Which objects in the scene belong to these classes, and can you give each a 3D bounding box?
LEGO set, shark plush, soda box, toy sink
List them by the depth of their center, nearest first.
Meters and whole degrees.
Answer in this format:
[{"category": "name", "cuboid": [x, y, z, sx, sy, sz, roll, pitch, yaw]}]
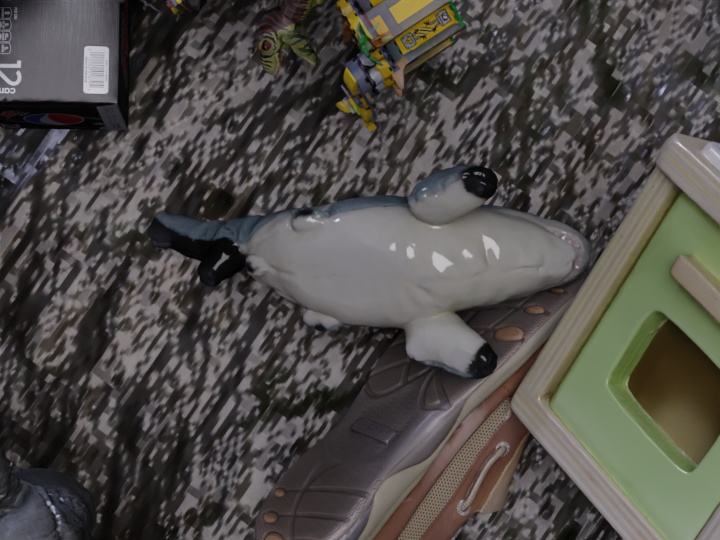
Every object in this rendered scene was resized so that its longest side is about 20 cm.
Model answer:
[{"category": "toy sink", "cuboid": [0.174, 0.021, 0.799, 0.130, 0.112, 0.201, 50, 119, 38]}, {"category": "LEGO set", "cuboid": [-0.038, -0.121, 0.830, 0.116, 0.200, 0.154, -33, 100, 3]}, {"category": "shark plush", "cuboid": [0.000, 0.000, 0.871, 0.199, 0.083, 0.091, -8, 102, 23]}, {"category": "soda box", "cuboid": [-0.137, -0.168, 0.884, 0.063, 0.071, 0.202, 1, 85, -3]}]

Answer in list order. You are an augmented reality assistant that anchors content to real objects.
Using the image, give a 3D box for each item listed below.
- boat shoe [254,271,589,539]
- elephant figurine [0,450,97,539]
[{"category": "boat shoe", "cuboid": [0.038, 0.077, 0.879, 0.200, 0.076, 0.072, -44, 122, -13]}, {"category": "elephant figurine", "cuboid": [-0.160, 0.117, 0.762, 0.199, 0.142, 0.156, -19, 97, 13]}]
